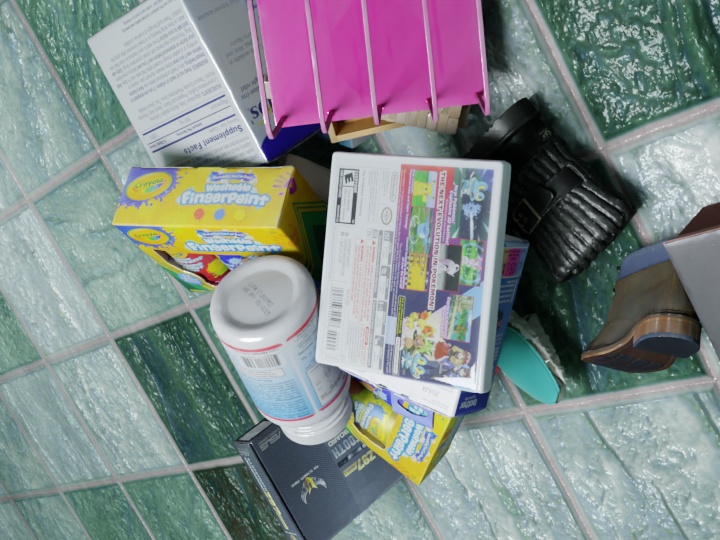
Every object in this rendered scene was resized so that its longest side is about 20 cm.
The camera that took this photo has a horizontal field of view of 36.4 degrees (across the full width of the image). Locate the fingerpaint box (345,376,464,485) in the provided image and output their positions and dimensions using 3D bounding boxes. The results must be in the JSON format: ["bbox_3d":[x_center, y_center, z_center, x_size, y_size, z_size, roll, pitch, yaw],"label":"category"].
[{"bbox_3d":[0.040,0.112,1.188,0.166,0.073,0.201,36,138,15],"label":"fingerpaint box"}]

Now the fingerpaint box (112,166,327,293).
[{"bbox_3d":[-0.131,-0.037,1.161,0.198,0.074,0.167,3,155,25],"label":"fingerpaint box"}]

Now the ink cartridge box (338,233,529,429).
[{"bbox_3d":[0.064,0.050,1.036,0.136,0.076,0.202,21,100,32],"label":"ink cartridge box"}]

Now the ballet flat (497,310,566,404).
[{"bbox_3d":[0.149,0.052,1.149,0.200,0.072,0.072,42,138,10],"label":"ballet flat"}]

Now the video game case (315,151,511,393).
[{"bbox_3d":[0.044,-0.003,0.993,0.181,0.023,0.202,7,94,34],"label":"video game case"}]

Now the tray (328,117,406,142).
[{"bbox_3d":[-0.008,-0.231,1.071,0.098,0.037,0.201,-11,121,12],"label":"tray"}]

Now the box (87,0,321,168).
[{"bbox_3d":[-0.163,-0.202,1.167,0.183,0.105,0.201,-12,110,48],"label":"box"}]

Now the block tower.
[{"bbox_3d":[0.009,-0.182,1.048,0.198,0.054,0.058,10,123,-2],"label":"block tower"}]

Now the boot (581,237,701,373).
[{"bbox_3d":[0.269,0.039,1.039,0.074,0.098,0.200,13,164,-9],"label":"boot"}]

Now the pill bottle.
[{"bbox_3d":[-0.072,0.088,1.111,0.108,0.109,0.201,20,147,32],"label":"pill bottle"}]

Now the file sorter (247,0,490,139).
[{"bbox_3d":[0.009,-0.194,0.943,0.198,0.126,0.140,-6,108,4],"label":"file sorter"}]

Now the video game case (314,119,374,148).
[{"bbox_3d":[-0.077,-0.243,1.172,0.199,0.045,0.183,22,131,31],"label":"video game case"}]

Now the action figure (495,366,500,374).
[{"bbox_3d":[0.105,0.121,1.256,0.066,0.052,0.200,51,137,7],"label":"action figure"}]

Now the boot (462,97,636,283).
[{"bbox_3d":[0.152,-0.047,1.066,0.158,0.079,0.211,48,139,6],"label":"boot"}]

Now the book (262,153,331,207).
[{"bbox_3d":[-0.096,-0.077,1.252,0.133,0.048,0.199,27,156,-34],"label":"book"}]

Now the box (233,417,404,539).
[{"bbox_3d":[-0.035,0.220,1.336,0.051,0.199,0.159,-11,109,59],"label":"box"}]

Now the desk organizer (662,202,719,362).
[{"bbox_3d":[0.348,0.039,0.944,0.071,0.077,0.201,-17,105,48],"label":"desk organizer"}]
